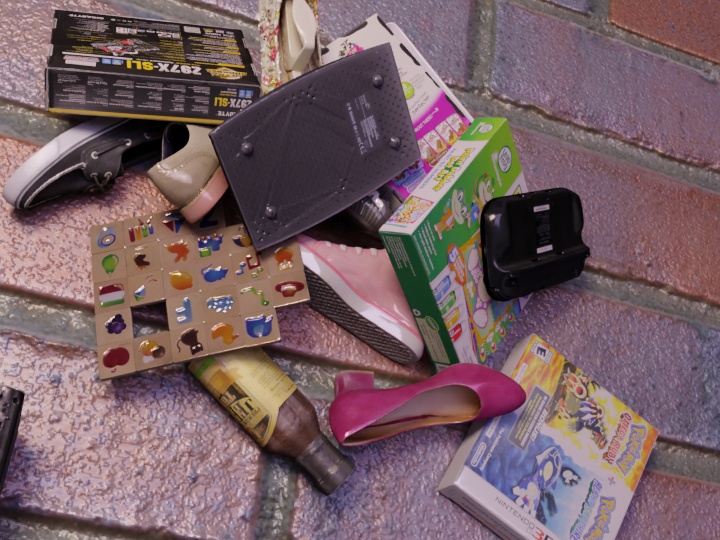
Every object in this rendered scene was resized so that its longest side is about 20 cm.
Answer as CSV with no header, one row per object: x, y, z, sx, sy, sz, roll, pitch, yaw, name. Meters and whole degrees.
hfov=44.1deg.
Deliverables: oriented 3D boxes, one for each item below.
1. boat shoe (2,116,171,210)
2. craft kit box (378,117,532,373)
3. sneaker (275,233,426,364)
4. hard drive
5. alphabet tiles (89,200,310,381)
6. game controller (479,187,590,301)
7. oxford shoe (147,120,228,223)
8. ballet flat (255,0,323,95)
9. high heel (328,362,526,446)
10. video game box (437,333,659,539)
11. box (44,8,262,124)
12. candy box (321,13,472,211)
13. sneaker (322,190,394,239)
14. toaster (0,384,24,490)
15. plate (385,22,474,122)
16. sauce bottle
-0.252,-0.112,0.871,0.057,0.069,0.200,48,59,2,boat shoe
0.116,-0.020,0.921,0.198,0.048,0.201,-52,132,-35,craft kit box
0.000,0.000,0.919,0.200,0.075,0.105,36,65,-13,sneaker
-0.042,-0.121,0.843,0.199,0.042,0.136,-32,121,-21,hard drive
-0.152,0.007,0.838,0.198,0.008,0.169,-12,59,-4,alphabet tiles
0.188,-0.032,0.952,0.199,0.042,0.106,-13,91,-50,game controller
-0.152,-0.136,0.887,0.074,0.071,0.201,41,33,-22,oxford shoe
-0.063,-0.197,0.877,0.075,0.064,0.202,-7,83,-32,ballet flat
0.068,0.138,0.858,0.198,0.068,0.096,7,29,-7,high heel
0.203,0.199,0.936,0.182,0.047,0.201,38,61,-6,video game box
-0.207,-0.203,0.885,0.198,0.050,0.160,1,35,-18,box
0.027,-0.161,0.966,0.136,0.061,0.200,-38,86,-27,candy box
-0.057,-0.076,0.925,0.199,0.067,0.091,35,70,14,sneaker
-0.367,0.175,0.680,0.179,0.119,0.202,13,65,-15,toaster
0.028,-0.165,1.021,0.199,0.032,0.200,-37,86,-29,plate
-0.086,0.127,0.840,0.200,0.065,0.065,45,61,3,sauce bottle
